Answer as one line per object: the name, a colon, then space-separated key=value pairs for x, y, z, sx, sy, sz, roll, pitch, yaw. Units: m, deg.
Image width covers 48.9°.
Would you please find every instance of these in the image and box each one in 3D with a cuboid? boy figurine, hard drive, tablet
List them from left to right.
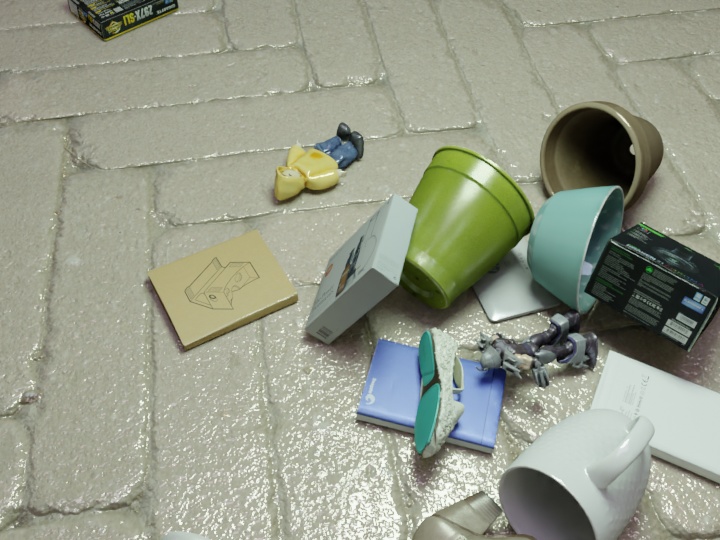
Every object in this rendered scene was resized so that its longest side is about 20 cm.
boy figurine: x=-0.087 y=-0.196 z=1.439 sx=0.199 sy=0.065 sz=0.124 roll=-34 pitch=60 yaw=-31
hard drive: x=0.105 y=0.178 z=1.143 sx=0.196 sy=0.026 sz=0.133 roll=13 pitch=50 yaw=9
tablet: x=0.236 y=-0.006 z=1.316 sx=0.127 sy=0.014 sz=0.202 roll=-12 pitch=50 yaw=-12
hard drive: x=0.433 y=0.205 z=1.129 sx=0.197 sy=0.027 sz=0.133 roll=21 pitch=51 yaw=17

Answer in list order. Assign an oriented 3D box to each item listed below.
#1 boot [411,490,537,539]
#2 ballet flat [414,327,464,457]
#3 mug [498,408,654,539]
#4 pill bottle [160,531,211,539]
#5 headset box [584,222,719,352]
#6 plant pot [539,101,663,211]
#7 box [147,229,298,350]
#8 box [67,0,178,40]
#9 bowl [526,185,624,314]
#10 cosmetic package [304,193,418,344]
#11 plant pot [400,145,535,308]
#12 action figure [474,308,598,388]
boot: x=0.151 y=0.371 z=0.957 sx=0.145 sy=0.071 sz=0.199 roll=-37 pitch=58 yaw=-22
ballet flat: x=0.116 y=0.167 z=1.095 sx=0.070 sy=0.073 sz=0.203 roll=4 pitch=50 yaw=2
mug: x=0.290 y=0.245 z=0.977 sx=0.174 sy=0.201 sz=0.148 roll=-31 pitch=71 yaw=-35
pill bottle: x=-0.213 y=0.408 z=0.876 sx=0.110 sy=0.114 sz=0.202 roll=14 pitch=50 yaw=10
headset box: x=0.462 y=0.017 z=1.206 sx=0.173 sy=0.094 sz=0.199 roll=33 pitch=26 yaw=25
plant pot: x=0.442 y=-0.203 z=1.394 sx=0.173 sy=0.203 sz=0.200 roll=-20 pitch=50 yaw=-40
box: x=-0.220 y=0.026 z=1.268 sx=0.197 sy=0.022 sz=0.164 roll=-23 pitch=53 yaw=-21
box: x=-0.536 y=-0.608 z=1.793 sx=0.199 sy=0.050 sz=0.159 roll=-35 pitch=56 yaw=-27
bowl: x=0.329 y=-0.043 z=1.240 sx=0.103 sy=0.203 sz=0.201 roll=17 pitch=49 yaw=28
cosmetic package: x=0.000 y=0.000 z=1.184 sx=0.051 sy=0.200 sz=0.152 roll=33 pitch=47 yaw=-14
plant pot: x=0.138 y=-0.054 z=1.245 sx=0.199 sy=0.201 sz=0.194 roll=33 pitch=72 yaw=25
action figure: x=0.252 y=0.120 z=1.158 sx=0.196 sy=0.071 sz=0.130 roll=-11 pitch=33 yaw=-23
